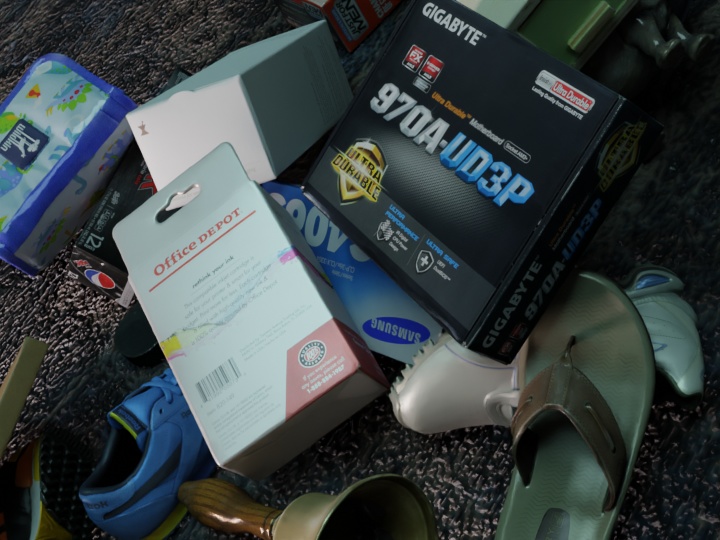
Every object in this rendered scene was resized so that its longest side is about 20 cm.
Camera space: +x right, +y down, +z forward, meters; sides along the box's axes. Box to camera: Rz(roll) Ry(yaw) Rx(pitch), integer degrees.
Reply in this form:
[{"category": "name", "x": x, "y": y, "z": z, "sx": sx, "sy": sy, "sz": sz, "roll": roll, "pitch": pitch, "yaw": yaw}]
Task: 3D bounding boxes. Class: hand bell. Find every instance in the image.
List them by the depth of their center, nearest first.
[{"category": "hand bell", "x": -0.054, "y": 0.161, "z": 0.725, "sx": 0.198, "sy": 0.104, "sz": 0.105, "roll": 6, "pitch": 57, "yaw": 49}]

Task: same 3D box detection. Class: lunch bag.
[{"category": "lunch bag", "x": -0.276, "y": -0.090, "z": 1.007, "sx": 0.171, "sy": 0.127, "sz": 0.199, "roll": -54, "pitch": 25, "yaw": -8}]

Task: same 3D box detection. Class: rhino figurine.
[{"category": "rhino figurine", "x": 0.195, "y": -0.168, "z": 0.794, "sx": 0.087, "sy": 0.059, "sz": 0.202, "roll": 41, "pitch": 116, "yaw": 37}]

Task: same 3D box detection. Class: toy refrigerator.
[{"category": "toy refrigerator", "x": 0.093, "y": -0.141, "z": 0.780, "sx": 0.201, "sy": 0.075, "sz": 0.070, "roll": -50, "pitch": 40, "yaw": 17}]

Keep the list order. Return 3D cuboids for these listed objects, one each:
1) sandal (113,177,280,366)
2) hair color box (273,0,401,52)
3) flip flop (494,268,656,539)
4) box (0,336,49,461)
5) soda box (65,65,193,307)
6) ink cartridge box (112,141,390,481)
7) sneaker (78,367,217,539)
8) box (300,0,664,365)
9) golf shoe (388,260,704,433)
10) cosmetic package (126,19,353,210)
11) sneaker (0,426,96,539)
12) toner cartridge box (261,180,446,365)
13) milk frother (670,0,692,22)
[{"category": "sandal", "x": -0.134, "y": -0.012, "z": 0.942, "sx": 0.075, "sy": 0.048, "sz": 0.201, "roll": 20, "pitch": 67, "yaw": 43}, {"category": "hair color box", "x": 0.014, "y": -0.310, "z": 1.093, "sx": 0.200, "sy": 0.064, "sz": 0.110, "roll": -48, "pitch": 44, "yaw": -9}, {"category": "flip flop", "x": 0.112, "y": 0.098, "z": 0.631, "sx": 0.080, "sy": 0.058, "sz": 0.203, "roll": 12, "pitch": 81, "yaw": 22}, {"category": "box", "x": -0.290, "y": 0.166, "z": 0.846, "sx": 0.164, "sy": 0.021, "sz": 0.202, "roll": -46, "pitch": 24, "yaw": 52}, {"category": "soda box", "x": -0.181, "y": -0.074, "z": 0.998, "sx": 0.202, "sy": 0.063, "sz": 0.071, "roll": -66, "pitch": 9, "yaw": -28}, {"category": "ink cartridge box", "x": -0.080, "y": 0.025, "z": 0.788, "sx": 0.116, "sy": 0.067, "sz": 0.201, "roll": -34, "pitch": 64, "yaw": 8}, {"category": "sneaker", "x": -0.129, "y": 0.098, "z": 0.824, "sx": 0.065, "sy": 0.079, "sz": 0.201, "roll": 10, "pitch": 59, "yaw": 41}, {"category": "box", "x": 0.062, "y": -0.065, "z": 0.688, "sx": 0.160, "sy": 0.046, "sz": 0.200, "roll": -57, "pitch": 43, "yaw": 11}, {"category": "golf shoe", "x": 0.111, "y": 0.071, "z": 0.694, "sx": 0.198, "sy": 0.078, "sz": 0.098, "roll": -24, "pitch": 50, "yaw": 16}, {"category": "cosmetic package", "x": -0.090, "y": -0.131, "z": 0.929, "sx": 0.106, "sy": 0.086, "sz": 0.200, "roll": -13, "pitch": 20, "yaw": 25}, {"category": "sneaker", "x": -0.244, "y": 0.213, "z": 0.816, "sx": 0.089, "sy": 0.070, "sz": 0.202, "roll": -29, "pitch": 40, "yaw": 26}, {"category": "toner cartridge box", "x": 0.000, "y": 0.000, "z": 0.816, "sx": 0.198, "sy": 0.043, "sz": 0.097, "roll": 17, "pitch": 99, "yaw": 42}, {"category": "milk frother", "x": 0.117, "y": -0.243, "z": 0.885, "sx": 0.199, "sy": 0.181, "sz": 0.189, "roll": -37, "pitch": 41, "yaw": 6}]
